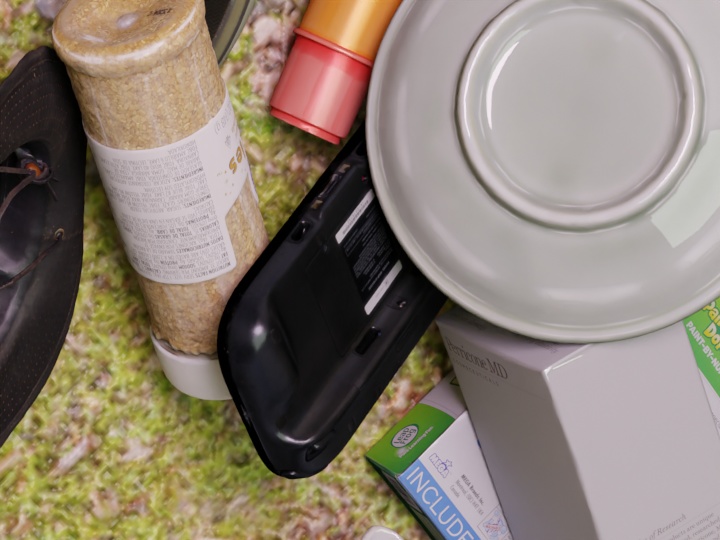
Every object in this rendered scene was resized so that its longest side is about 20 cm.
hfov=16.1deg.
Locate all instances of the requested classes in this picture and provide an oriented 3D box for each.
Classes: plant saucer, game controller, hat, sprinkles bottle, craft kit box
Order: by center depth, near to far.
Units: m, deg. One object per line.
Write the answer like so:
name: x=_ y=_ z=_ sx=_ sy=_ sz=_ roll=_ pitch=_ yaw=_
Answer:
hat: x=-0.184 y=-0.007 z=1.093 sx=0.080 sy=0.201 sz=0.202 roll=16 pitch=95 yaw=11
plant saucer: x=0.097 y=-0.069 z=1.121 sx=0.198 sy=0.050 sz=0.202 roll=-1 pitch=85 yaw=9
sprinkles bottle: x=-0.079 y=-0.035 z=1.123 sx=0.068 sy=0.068 sz=0.201 roll=-30 pitch=133 yaw=-18
game controller: x=0.000 y=0.000 z=1.178 sx=0.200 sy=0.042 sz=0.105 roll=-54 pitch=128 yaw=-36
craft kit box: x=0.131 y=0.100 z=1.308 sx=0.197 sy=0.048 sz=0.200 roll=-42 pitch=116 yaw=-10

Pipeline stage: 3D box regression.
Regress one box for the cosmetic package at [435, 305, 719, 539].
cosmetic package: x=0.120 y=0.102 z=1.218 sx=0.081 sy=0.113 sz=0.201 roll=-29 pitch=111 yaw=-18

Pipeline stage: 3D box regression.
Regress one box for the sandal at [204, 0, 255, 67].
sandal: x=-0.041 y=-0.169 z=1.145 sx=0.057 sy=0.080 sz=0.202 roll=27 pitch=88 yaw=-42

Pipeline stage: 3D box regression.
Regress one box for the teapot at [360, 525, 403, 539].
teapot: x=-0.004 y=0.237 z=1.212 sx=0.200 sy=0.146 sz=0.198 roll=41 pitch=83 yaw=-29

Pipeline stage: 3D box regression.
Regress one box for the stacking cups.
stacking cups: x=0.013 y=-0.158 z=1.189 sx=0.060 sy=0.060 sz=0.201 roll=22 pitch=96 yaw=-29
